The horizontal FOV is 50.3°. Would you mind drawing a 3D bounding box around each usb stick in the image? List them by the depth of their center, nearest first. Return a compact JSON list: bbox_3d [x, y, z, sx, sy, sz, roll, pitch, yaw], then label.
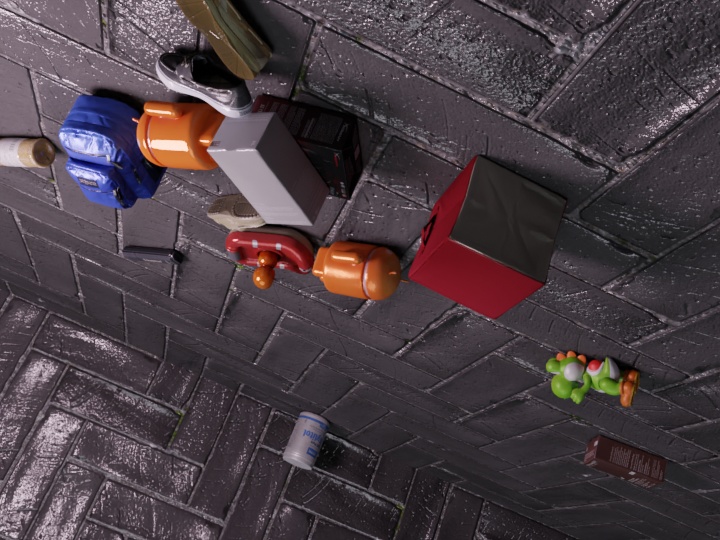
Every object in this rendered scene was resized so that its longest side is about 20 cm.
[{"bbox_3d":[-0.570,-0.041,2.096,0.200,0.033,0.055,5,150,32],"label":"usb stick"}]

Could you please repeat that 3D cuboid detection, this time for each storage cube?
[{"bbox_3d":[0.211,-0.050,1.273,0.200,0.171,0.180,25,154,-6],"label":"storage cube"}]

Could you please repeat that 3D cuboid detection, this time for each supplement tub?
[{"bbox_3d":[-0.216,0.680,3.073,0.132,0.200,0.132,18,155,8],"label":"supplement tub"}]

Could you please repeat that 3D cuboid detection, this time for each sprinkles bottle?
[{"bbox_3d":[-0.795,-0.272,1.766,0.200,0.068,0.068,7,152,30],"label":"sprinkles bottle"}]

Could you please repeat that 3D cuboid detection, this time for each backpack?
[{"bbox_3d":[-0.482,-0.230,1.486,0.162,0.168,0.200,9,150,11],"label":"backpack"}]

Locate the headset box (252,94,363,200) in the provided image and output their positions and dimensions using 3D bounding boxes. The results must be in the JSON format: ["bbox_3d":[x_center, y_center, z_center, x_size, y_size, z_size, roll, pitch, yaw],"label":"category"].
[{"bbox_3d":[-0.105,-0.212,1.315,0.200,0.075,0.149,16,155,13],"label":"headset box"}]

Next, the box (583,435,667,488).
[{"bbox_3d":[0.744,0.539,2.157,0.200,0.075,0.100,21,156,7],"label":"box"}]

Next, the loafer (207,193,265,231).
[{"bbox_3d":[-0.244,-0.122,1.623,0.200,0.076,0.068,9,155,47],"label":"loafer"}]

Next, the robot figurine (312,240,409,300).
[{"bbox_3d":[0.001,0.000,1.616,0.200,0.117,0.144,9,125,27],"label":"robot figurine"}]

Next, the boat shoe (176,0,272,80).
[{"bbox_3d":[-0.200,-0.371,1.109,0.073,0.063,0.201,13,150,47],"label":"boat shoe"}]

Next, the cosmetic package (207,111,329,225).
[{"bbox_3d":[-0.147,-0.163,1.259,0.107,0.090,0.200,7,147,30],"label":"cosmetic package"}]

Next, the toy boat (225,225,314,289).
[{"bbox_3d":[-0.203,-0.020,1.701,0.200,0.131,0.131,6,155,3],"label":"toy boat"}]

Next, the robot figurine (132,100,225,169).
[{"bbox_3d":[-0.312,-0.238,1.365,0.200,0.117,0.144,8,-170,28],"label":"robot figurine"}]

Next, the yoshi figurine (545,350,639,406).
[{"bbox_3d":[0.516,0.256,1.729,0.200,0.112,0.112,13,161,26],"label":"yoshi figurine"}]

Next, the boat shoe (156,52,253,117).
[{"bbox_3d":[-0.252,-0.310,1.213,0.200,0.070,0.066,36,149,25],"label":"boat shoe"}]
